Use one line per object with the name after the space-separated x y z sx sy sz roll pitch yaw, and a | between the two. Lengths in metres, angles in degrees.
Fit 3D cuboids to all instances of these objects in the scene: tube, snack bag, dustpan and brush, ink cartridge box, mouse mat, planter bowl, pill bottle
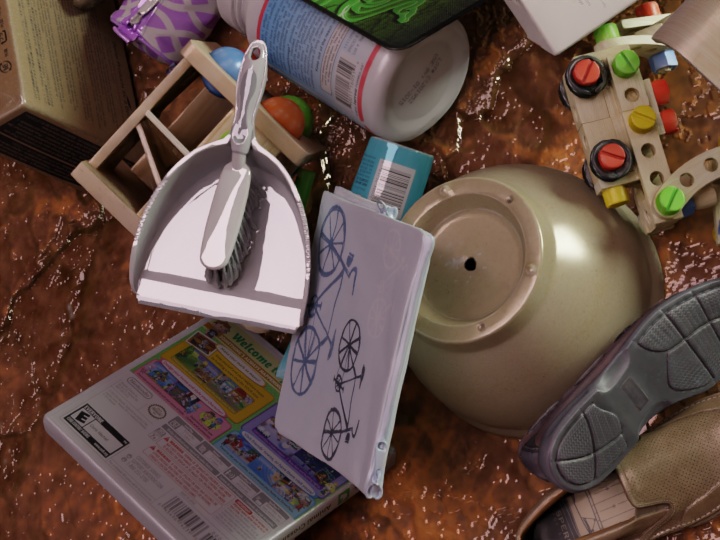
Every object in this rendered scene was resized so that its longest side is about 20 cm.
0.000 0.000 1.332 0.077 0.050 0.200 21 93 29 | tube
-0.003 0.043 1.224 0.200 0.021 0.189 -157 78 -66 | snack bag
-0.090 -0.066 1.285 0.139 0.057 0.200 10 80 14 | dustpan and brush
0.196 -0.242 1.263 0.200 0.116 0.068 -34 103 4 | ink cartridge box
0.042 -0.242 1.362 0.200 0.008 0.161 -36 53 -30 | mouse mat
-0.273 -0.185 1.497 0.075 0.165 0.200 -26 63 22 | ink cartridge box
0.099 0.010 1.249 0.200 0.135 0.201 -9 71 27 | planter bowl
-0.019 -0.190 1.392 0.200 0.109 0.109 35 93 32 | pill bottle

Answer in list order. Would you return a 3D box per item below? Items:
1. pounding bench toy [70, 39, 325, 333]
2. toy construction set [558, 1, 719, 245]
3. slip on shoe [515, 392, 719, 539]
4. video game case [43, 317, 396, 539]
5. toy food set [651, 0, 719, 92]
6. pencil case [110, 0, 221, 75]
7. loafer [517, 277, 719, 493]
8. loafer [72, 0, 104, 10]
-0.091 -0.067 1.382 0.200 0.124 0.156 44 98 -1 | pounding bench toy
0.213 -0.107 1.236 0.131 0.092 0.200 -14 64 -5 | toy construction set
0.193 0.145 1.198 0.200 0.061 0.076 -30 62 18 | slip on shoe
-0.105 0.128 1.320 0.182 0.022 0.200 -32 55 -32 | video game case
0.317 -0.143 1.189 0.200 0.060 0.144 44 92 6 | toy food set
-0.137 -0.266 1.495 0.084 0.085 0.200 33 91 29 | pencil case
0.185 0.070 1.200 0.200 0.072 0.063 -40 20 -18 | loafer
-0.201 -0.310 1.523 0.200 0.067 0.076 -58 14 -23 | loafer
